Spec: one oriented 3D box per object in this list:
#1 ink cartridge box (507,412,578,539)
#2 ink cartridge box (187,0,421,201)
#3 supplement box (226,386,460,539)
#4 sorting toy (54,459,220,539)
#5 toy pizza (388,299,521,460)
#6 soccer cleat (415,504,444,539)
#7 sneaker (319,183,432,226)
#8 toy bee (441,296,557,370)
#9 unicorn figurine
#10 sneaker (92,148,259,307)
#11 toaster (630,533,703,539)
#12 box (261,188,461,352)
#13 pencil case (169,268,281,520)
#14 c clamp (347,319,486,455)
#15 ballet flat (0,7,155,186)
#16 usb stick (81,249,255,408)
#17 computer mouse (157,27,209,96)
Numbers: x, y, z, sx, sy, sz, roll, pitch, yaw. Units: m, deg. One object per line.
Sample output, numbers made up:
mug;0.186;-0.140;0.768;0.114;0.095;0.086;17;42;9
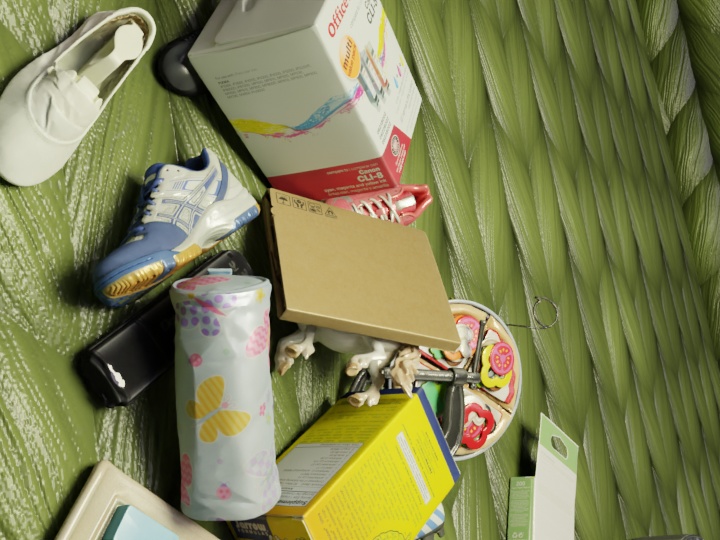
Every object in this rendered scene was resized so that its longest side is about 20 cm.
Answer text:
ink cartridge box;0.280;0.338;1.146;0.145;0.048;0.201;41;47;-39
ink cartridge box;-0.046;-0.195;0.767;0.200;0.144;0.146;57;38;-42
supplement box;-0.011;0.211;0.716;0.200;0.108;0.110;-37;108;-46
sorting toy;-0.163;0.270;0.562;0.200;0.036;0.186;51;42;-32
toy pizza;0.126;0.137;0.939;0.199;0.032;0.202;1;88;-26
soccer cleat;0.024;0.267;0.807;0.200;0.070;0.087;1;69;-60
sneaker;0.017;-0.074;0.892;0.200;0.086;0.074;-30;102;-54
toy bee;0.162;0.102;1.040;0.199;0.109;0.132;1;85;-29
unicorn figurine;-0.027;0.057;0.773;0.199;0.074;0.138;35;40;0
sneaker;-0.171;-0.042;0.646;0.088;0.075;0.200;55;31;-8
toaster;0.551;0.548;1.379;0.200;0.129;0.114;9;70;-54
box;0.000;0.000;0.773;0.199;0.021;0.164;14;43;-28
pencil case;-0.109;0.102;0.620;0.091;0.083;0.201;-71;159;-80
c clamp;0.062;0.144;0.871;0.199;0.027;0.172;1;91;-33
ballet flat;-0.223;-0.151;0.602;0.069;0.069;0.201;50;43;-32
usb stick;-0.158;0.043;0.654;0.056;0.033;0.200;59;38;-12
computer mouse;-0.138;-0.233;0.778;0.059;0.034;0.200;60;37;-20
